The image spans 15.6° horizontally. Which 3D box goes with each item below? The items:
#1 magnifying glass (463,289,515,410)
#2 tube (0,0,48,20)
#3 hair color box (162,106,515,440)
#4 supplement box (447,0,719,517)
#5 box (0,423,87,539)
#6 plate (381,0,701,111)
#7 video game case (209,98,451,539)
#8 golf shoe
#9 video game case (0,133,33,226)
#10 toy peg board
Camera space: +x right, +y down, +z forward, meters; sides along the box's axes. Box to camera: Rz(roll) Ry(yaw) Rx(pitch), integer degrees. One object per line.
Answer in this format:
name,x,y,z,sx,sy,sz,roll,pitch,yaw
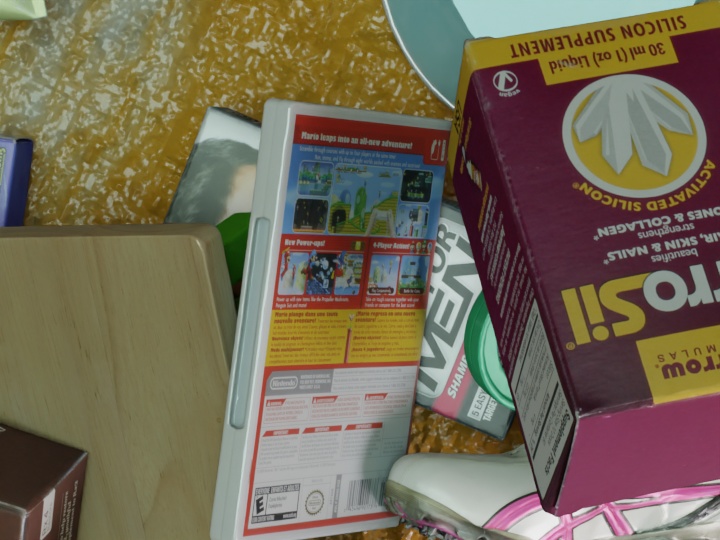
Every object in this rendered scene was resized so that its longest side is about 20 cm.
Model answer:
magnifying glass,0.138,0.002,1.294,0.199,0.022,0.080,-28,116,-14
tube,-0.261,-0.149,1.333,0.198,0.052,0.058,-10,133,5
hair color box,0.000,0.000,1.326,0.199,0.061,0.100,22,95,5
supplement box,0.125,-0.008,1.200,0.130,0.103,0.201,-10,62,-10
box,-0.237,0.112,1.267,0.199,0.075,0.101,19,117,16
plate,0.107,-0.160,1.324,0.198,0.026,0.202,0,93,5
video game case,-0.012,0.025,1.232,0.017,0.143,0.202,10,95,32
golf shoe,0.104,0.103,1.296,0.199,0.073,0.093,10,90,-23
video game case,-0.272,0.017,1.364,0.180,0.045,0.202,9,94,7
toy peg board,-0.118,0.063,1.295,0.198,0.098,0.201,0,109,30
